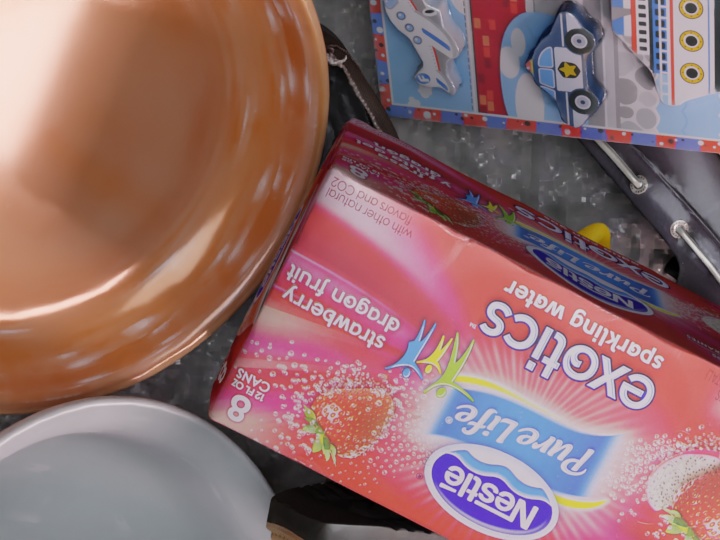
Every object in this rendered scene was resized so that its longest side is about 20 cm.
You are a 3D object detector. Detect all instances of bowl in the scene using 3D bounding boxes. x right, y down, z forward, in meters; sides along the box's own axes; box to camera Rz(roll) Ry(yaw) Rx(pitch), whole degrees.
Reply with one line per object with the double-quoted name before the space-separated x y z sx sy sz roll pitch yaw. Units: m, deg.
"bowl" -0.120 0.142 0.841 0.200 0.090 0.203 -6 98 -41

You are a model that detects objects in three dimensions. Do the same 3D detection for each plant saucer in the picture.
"plant saucer" -0.104 -0.045 0.784 0.199 0.037 0.202 -18 127 -26

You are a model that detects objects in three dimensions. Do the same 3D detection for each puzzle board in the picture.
"puzzle board" 0.068 -0.129 0.810 0.149 0.017 0.201 8 131 19

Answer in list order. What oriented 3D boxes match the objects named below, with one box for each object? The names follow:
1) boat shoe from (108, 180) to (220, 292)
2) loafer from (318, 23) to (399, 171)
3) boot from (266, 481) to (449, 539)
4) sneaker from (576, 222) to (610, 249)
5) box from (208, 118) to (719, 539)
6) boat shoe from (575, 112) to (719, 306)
"boat shoe" -0.107 -0.085 0.862 0.063 0.071 0.201 -28 104 -4
"loafer" 0.000 0.000 0.874 0.073 0.071 0.201 -27 96 -4
"boot" 0.040 0.159 0.858 0.199 0.077 0.140 14 96 -33
"sneaker" 0.138 0.065 0.871 0.200 0.073 0.077 40 121 -12
"box" 0.058 0.041 0.795 0.199 0.096 0.100 27 104 -3
"boat shoe" 0.145 -0.010 0.902 0.062 0.073 0.201 -30 96 21
